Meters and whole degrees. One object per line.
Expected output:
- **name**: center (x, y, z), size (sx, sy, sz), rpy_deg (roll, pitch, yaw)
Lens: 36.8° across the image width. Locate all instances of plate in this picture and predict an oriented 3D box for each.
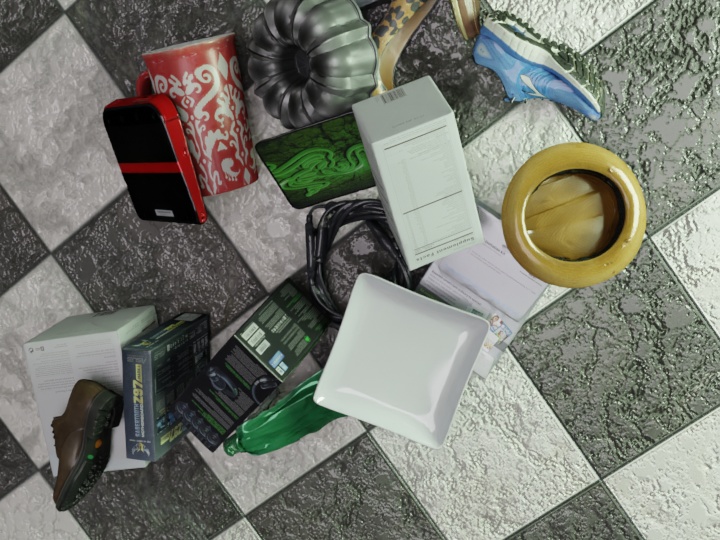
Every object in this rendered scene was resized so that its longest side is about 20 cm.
- **plate**: center (0.057, 0.124, 1.507), size (0.196, 0.032, 0.203), rpy_deg (21, 103, -2)

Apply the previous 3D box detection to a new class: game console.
- **game console**: center (-0.286, -0.153, 1.504), size (0.198, 0.031, 0.180), rpy_deg (7, 120, 53)

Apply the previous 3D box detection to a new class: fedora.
- **fedora**: center (0.276, -0.071, 1.435), size (0.196, 0.082, 0.205), rpy_deg (0, 87, -7)

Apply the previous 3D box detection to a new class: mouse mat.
- **mouse mat**: center (-0.028, -0.152, 1.469), size (0.196, 0.161, 0.008), rpy_deg (-15, 55, 12)

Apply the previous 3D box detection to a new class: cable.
- **cable**: center (0.000, 0.000, 1.535), size (0.160, 0.051, 0.204), rpy_deg (-2, 96, 12)

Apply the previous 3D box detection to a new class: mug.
- **mug**: center (-0.222, -0.216, 1.512), size (0.131, 0.177, 0.204), rpy_deg (-19, 106, -22)

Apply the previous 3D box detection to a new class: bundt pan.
- **bundt pan**: center (-0.074, -0.273, 1.433), size (0.199, 0.075, 0.206), rpy_deg (16, 118, 33)

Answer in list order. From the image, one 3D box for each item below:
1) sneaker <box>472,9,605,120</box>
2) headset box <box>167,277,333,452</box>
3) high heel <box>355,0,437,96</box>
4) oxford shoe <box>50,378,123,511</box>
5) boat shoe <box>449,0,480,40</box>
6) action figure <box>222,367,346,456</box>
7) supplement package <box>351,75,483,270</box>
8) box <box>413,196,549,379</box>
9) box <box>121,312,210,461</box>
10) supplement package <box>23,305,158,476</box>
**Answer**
- **sneaker**: center (0.235, -0.256, 1.427), size (0.198, 0.079, 0.090), rpy_deg (33, 128, -2)
- **headset box**: center (-0.157, 0.135, 1.512), size (0.093, 0.174, 0.200), rpy_deg (43, 124, -2)
- **high heel**: center (0.061, -0.290, 1.445), size (0.140, 0.071, 0.204), rpy_deg (-11, 93, 17)
- **oxford shoe**: center (-0.395, 0.241, 1.510), size (0.084, 0.072, 0.203), rpy_deg (28, 106, 21)
- **boat shoe**: center (0.140, -0.405, 1.404), size (0.066, 0.072, 0.204), rpy_deg (-7, 102, 10)
- **action figure**: center (-0.110, 0.212, 1.566), size (0.198, 0.055, 0.119), rpy_deg (-28, 129, -7)
- **supplement package**: center (0.075, -0.123, 1.393), size (0.112, 0.110, 0.202), rpy_deg (-20, 126, -2)
- **box**: center (0.167, 0.025, 1.513), size (0.155, 0.041, 0.202), rpy_deg (33, 107, 3)
- **box**: center (-0.273, 0.161, 1.548), size (0.050, 0.200, 0.161), rpy_deg (3, 104, 16)
- **supplement package**: center (-0.377, 0.175, 1.598), size (0.149, 0.151, 0.204), rpy_deg (-7, 101, 12)
